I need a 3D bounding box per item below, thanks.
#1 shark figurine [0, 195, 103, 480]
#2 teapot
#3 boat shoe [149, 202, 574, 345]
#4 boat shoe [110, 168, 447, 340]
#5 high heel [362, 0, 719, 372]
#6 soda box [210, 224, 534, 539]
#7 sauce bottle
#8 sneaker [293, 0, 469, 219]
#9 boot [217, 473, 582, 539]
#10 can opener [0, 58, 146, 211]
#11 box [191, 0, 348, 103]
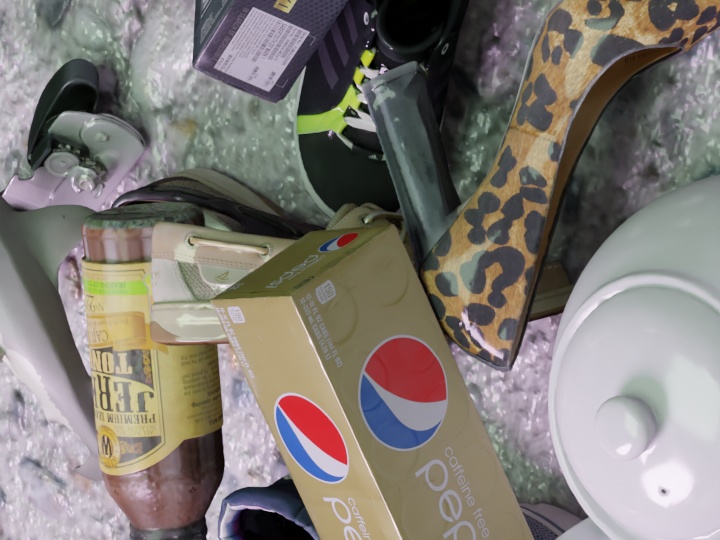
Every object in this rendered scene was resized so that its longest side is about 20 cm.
[{"bbox_3d":[-0.155,0.015,1.417,0.089,0.128,0.215,-34,88,-2],"label":"shark figurine"},{"bbox_3d":[0.146,0.058,1.156,0.197,0.146,0.201,-4,97,43],"label":"teapot"},{"bbox_3d":[0.000,0.000,1.283,0.199,0.072,0.065,-2,87,8],"label":"boat shoe"},{"bbox_3d":[-0.045,0.005,1.374,0.200,0.065,0.072,29,117,35],"label":"boat shoe"},{"bbox_3d":[0.108,-0.049,1.196,0.199,0.071,0.143,-22,76,17],"label":"high heel"},{"bbox_3d":[0.014,0.084,1.216,0.064,0.068,0.201,-5,114,52],"label":"soda box"},{"bbox_3d":[-0.097,0.070,1.349,0.064,0.065,0.201,2,100,42],"label":"sauce bottle"},{"bbox_3d":[0.010,-0.106,1.274,0.071,0.083,0.201,14,113,2],"label":"sneaker"},{"bbox_3d":[0.028,0.142,1.319,0.199,0.090,0.073,14,108,40],"label":"boot"},{"bbox_3d":[-0.181,-0.029,1.511,0.200,0.052,0.067,-50,31,35],"label":"can opener"},{"bbox_3d":[-0.011,-0.198,1.254,0.200,0.051,0.158,-54,24,34],"label":"box"}]
